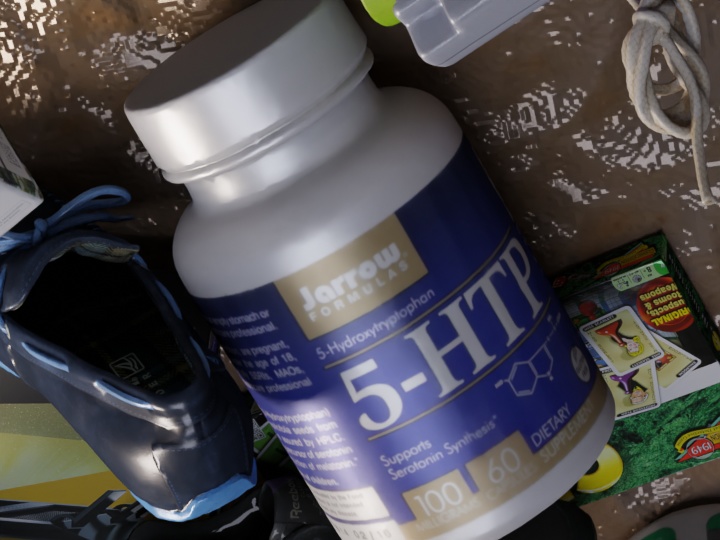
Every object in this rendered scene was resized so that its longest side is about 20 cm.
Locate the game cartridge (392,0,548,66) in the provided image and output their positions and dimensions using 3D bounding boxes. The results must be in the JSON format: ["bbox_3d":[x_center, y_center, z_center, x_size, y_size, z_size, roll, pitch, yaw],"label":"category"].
[{"bbox_3d":[0.040,-0.180,0.821,0.133,0.200,0.041,-33,155,28],"label":"game cartridge"}]

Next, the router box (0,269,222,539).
[{"bbox_3d":[-0.157,0.068,1.078,0.200,0.052,0.157,3,133,2],"label":"router box"}]

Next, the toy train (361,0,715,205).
[{"bbox_3d":[0.048,-0.106,0.871,0.116,0.200,0.085,-14,164,27],"label":"toy train"}]

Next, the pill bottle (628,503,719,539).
[{"bbox_3d":[0.154,0.199,1.066,0.113,0.200,0.113,2,126,3],"label":"pill bottle"}]

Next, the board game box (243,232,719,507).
[{"bbox_3d":[0.056,0.062,1.086,0.200,0.023,0.105,-22,123,19],"label":"board game box"}]

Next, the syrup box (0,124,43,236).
[{"bbox_3d":[-0.198,-0.051,0.874,0.081,0.079,0.200,-38,158,12],"label":"syrup box"}]

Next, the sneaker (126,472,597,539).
[{"bbox_3d":[-0.002,0.120,1.054,0.200,0.076,0.088,-15,129,-2],"label":"sneaker"}]

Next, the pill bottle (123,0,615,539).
[{"bbox_3d":[0.000,0.000,0.977,0.120,0.120,0.200,-25,108,21],"label":"pill bottle"}]

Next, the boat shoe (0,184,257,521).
[{"bbox_3d":[-0.098,0.009,0.972,0.084,0.200,0.069,-35,138,-24],"label":"boat shoe"}]
